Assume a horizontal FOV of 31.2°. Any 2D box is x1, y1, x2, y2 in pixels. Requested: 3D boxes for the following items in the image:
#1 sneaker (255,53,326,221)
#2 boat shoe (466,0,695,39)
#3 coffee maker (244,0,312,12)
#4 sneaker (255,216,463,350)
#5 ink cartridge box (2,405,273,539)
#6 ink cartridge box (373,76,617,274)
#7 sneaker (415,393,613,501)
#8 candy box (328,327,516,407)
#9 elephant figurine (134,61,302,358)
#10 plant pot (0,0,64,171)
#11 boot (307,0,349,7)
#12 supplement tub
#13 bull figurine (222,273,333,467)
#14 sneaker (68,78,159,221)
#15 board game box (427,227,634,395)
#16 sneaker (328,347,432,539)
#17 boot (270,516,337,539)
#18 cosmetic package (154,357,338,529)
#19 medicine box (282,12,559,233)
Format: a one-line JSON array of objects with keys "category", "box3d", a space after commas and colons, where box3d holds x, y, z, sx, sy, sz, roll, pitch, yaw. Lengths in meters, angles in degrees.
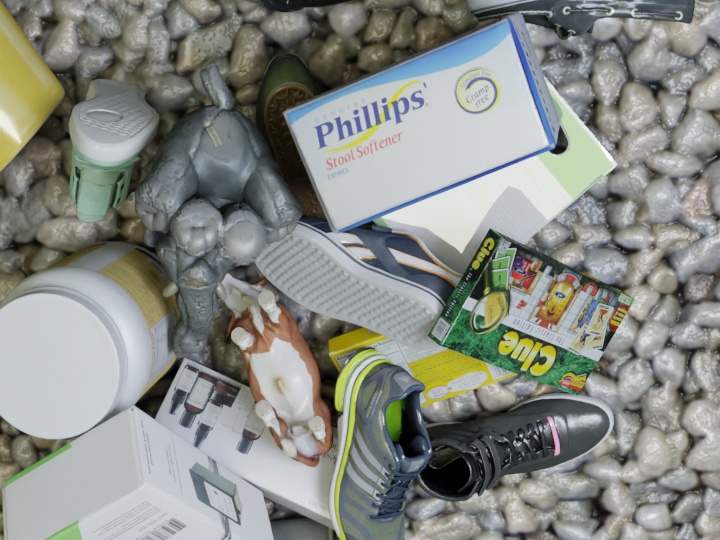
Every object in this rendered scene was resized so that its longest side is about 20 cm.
[{"category": "sneaker", "box3d": [-0.058, -0.103, 1.162, 0.066, 0.090, 0.202, -5, 131, -5]}, {"category": "boat shoe", "box3d": [0.191, -0.229, 1.107, 0.197, 0.069, 0.057, -6, 101, 6]}, {"category": "coffee maker", "box3d": [-0.127, -0.324, 1.082, 0.198, 0.135, 0.194, 15, 79, 23]}, {"category": "sneaker", "box3d": [0.000, 0.000, 1.137, 0.198, 0.079, 0.079, 26, 131, 16]}, {"category": "ink cartridge box", "box3d": [-0.186, 0.221, 1.110, 0.145, 0.085, 0.200, -30, 138, 14]}, {"category": "ink cartridge box", "box3d": [0.107, -0.085, 1.153, 0.200, 0.048, 0.146, -41, 93, 13]}, {"category": "sneaker", "box3d": [0.135, 0.166, 1.172, 0.198, 0.099, 0.072, -12, 99, 9]}, {"category": "candy box", "box3d": [0.080, 0.071, 1.177, 0.198, 0.027, 0.103, -19, 126, 10]}, {"category": "elephant figurine", "box3d": [-0.137, -0.042, 1.090, 0.141, 0.200, 0.155, 41, 67, 0]}, {"category": "plant pot", "box3d": [-0.371, -0.175, 1.132, 0.201, 0.201, 0.189, -43, 108, 13]}, {"category": "boot", "box3d": [-0.003, -0.342, 1.118, 0.199, 0.069, 0.175, -30, 90, 8]}, {"category": "supplement tub", "box3d": [-0.243, 0.060, 1.148, 0.143, 0.200, 0.147, 1, 101, 7]}, {"category": "bull figurine", "box3d": [-0.078, 0.080, 1.155, 0.065, 0.121, 0.202, -27, 81, 0]}, {"category": "sneaker", "box3d": [-0.219, -0.089, 1.123, 0.073, 0.201, 0.120, 9, 107, -10]}, {"category": "board game box", "box3d": [0.152, 0.040, 1.116, 0.199, 0.023, 0.105, 20, 105, -43]}, {"category": "sneaker", "box3d": [0.021, 0.174, 1.131, 0.073, 0.081, 0.203, -13, 108, -35]}, {"category": "boot", "box3d": [-0.122, 0.253, 1.237, 0.198, 0.073, 0.184, -5, 114, 15]}, {"category": "cosmetic package", "box3d": [-0.093, 0.163, 1.209, 0.198, 0.051, 0.083, 24, 73, 2]}, {"category": "medicine box", "box3d": [0.057, -0.122, 1.025, 0.180, 0.200, 0.104, -21, 98, 14]}]
